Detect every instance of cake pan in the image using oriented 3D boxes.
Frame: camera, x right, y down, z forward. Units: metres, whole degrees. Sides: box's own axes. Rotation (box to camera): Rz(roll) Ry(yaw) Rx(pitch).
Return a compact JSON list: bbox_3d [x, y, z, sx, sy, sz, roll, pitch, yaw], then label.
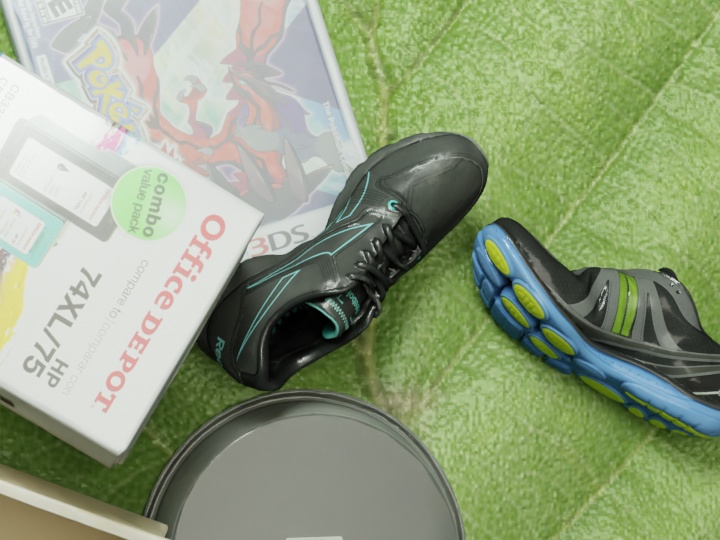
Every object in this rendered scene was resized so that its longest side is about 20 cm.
[{"bbox_3d":[-0.029,0.169,1.095,0.199,0.037,0.201,1,84,-13],"label":"cake pan"}]

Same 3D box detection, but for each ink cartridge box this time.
[{"bbox_3d":[-0.175,-0.009,0.989,0.200,0.146,0.147,31,78,-4],"label":"ink cartridge box"}]

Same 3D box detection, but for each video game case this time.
[{"bbox_3d":[-0.096,-0.090,1.109,0.182,0.023,0.201,-18,89,-15],"label":"video game case"}]

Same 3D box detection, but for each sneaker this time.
[{"bbox_3d":[0.151,0.026,1.140,0.199,0.071,0.083,32,73,-14],"label":"sneaker"},{"bbox_3d":[0.000,0.000,1.079,0.200,0.079,0.075,-39,123,-3],"label":"sneaker"}]

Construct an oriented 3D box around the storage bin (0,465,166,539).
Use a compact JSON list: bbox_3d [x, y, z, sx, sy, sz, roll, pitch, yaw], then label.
[{"bbox_3d":[-0.224,0.197,0.997,0.199,0.094,0.199,22,89,-11],"label":"storage bin"}]
